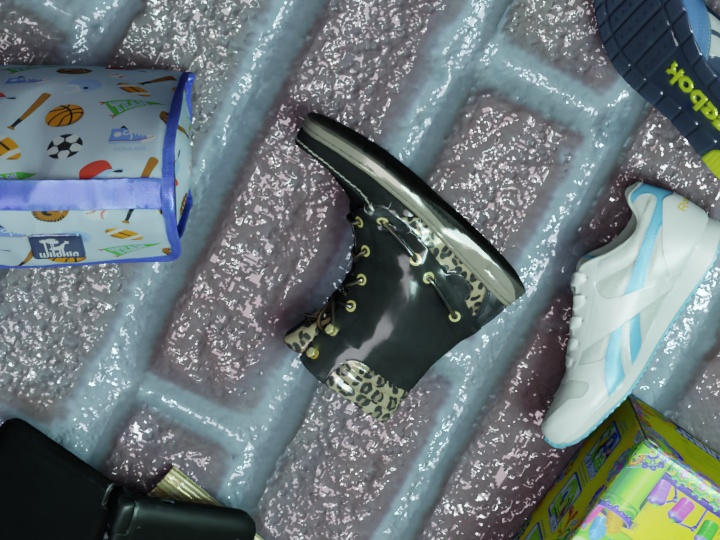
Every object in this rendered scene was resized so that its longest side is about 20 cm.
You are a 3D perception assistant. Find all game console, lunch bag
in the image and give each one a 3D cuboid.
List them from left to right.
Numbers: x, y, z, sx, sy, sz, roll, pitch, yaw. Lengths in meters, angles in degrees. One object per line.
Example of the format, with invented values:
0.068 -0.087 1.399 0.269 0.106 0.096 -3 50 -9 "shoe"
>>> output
-0.198 -0.066 1.568 0.168 0.200 0.125 -1 104 -1 "lunch bag"
-0.200 0.229 1.724 0.175 0.116 0.201 11 112 -32 "game console"

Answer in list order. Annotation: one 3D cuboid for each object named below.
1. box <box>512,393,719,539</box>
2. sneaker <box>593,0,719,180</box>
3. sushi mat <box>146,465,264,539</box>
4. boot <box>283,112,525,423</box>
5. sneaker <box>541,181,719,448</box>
0.220 0.231 1.687 0.199 0.122 0.193 35 101 -9 "box"
0.238 -0.142 1.626 0.074 0.082 0.201 -39 84 36 "sneaker"
-0.095 0.241 1.741 0.200 0.012 0.096 40 102 -9 "sushi mat"
0.000 0.000 1.656 0.200 0.073 0.151 39 100 -15 "boot"
0.179 0.033 1.668 0.080 0.077 0.201 31 96 1 "sneaker"
